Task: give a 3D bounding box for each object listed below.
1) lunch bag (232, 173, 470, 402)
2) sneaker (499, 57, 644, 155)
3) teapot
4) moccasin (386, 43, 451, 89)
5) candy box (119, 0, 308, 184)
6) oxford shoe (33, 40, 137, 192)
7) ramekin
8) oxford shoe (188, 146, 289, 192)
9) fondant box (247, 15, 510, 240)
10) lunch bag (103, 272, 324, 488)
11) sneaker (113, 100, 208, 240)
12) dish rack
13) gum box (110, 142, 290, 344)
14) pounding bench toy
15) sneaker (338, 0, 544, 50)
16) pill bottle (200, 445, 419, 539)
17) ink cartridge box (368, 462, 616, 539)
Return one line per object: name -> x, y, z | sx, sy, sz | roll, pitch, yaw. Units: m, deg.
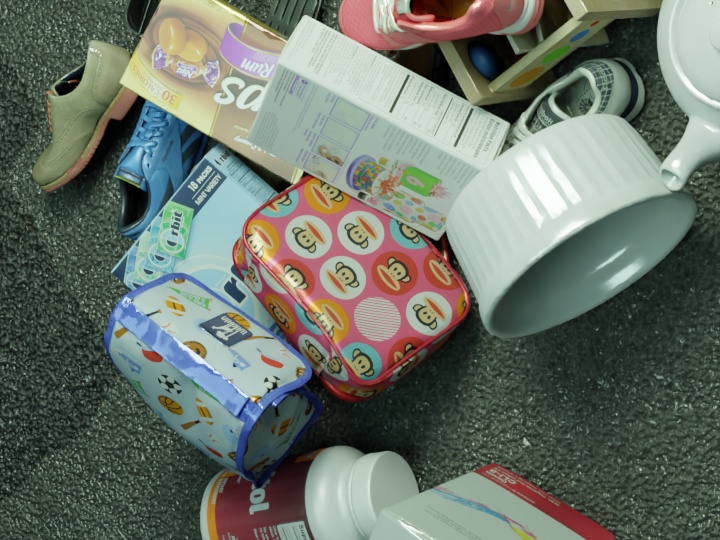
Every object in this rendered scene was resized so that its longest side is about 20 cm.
lunch bag -> 0.000, 0.000, 1.492 | 0.200, 0.176, 0.082 | 52, 155, 9
sneaker -> 0.154, -0.112, 1.421 | 0.076, 0.080, 0.200 | 51, 121, 16
teapot -> 0.310, -0.187, 1.268 | 0.197, 0.146, 0.201 | -21, 83, 33
moccasin -> 0.050, -0.205, 1.489 | 0.078, 0.074, 0.202 | 18, 115, 22
candy box -> -0.111, -0.177, 1.542 | 0.200, 0.056, 0.117 | 31, 98, 8
oxford shoe -> -0.296, -0.163, 1.695 | 0.200, 0.075, 0.071 | -48, 28, 30
ramekin -> 0.167, -0.040, 1.354 | 0.200, 0.200, 0.098 | -43, 65, 29
oxford shoe -> -0.117, -0.099, 1.604 | 0.070, 0.075, 0.200 | 50, 118, 22
fondant box -> 0.012, -0.120, 1.428 | 0.200, 0.058, 0.144 | 29, 153, -3
lunch bag -> -0.132, 0.094, 1.477 | 0.170, 0.200, 0.124 | 36, 84, 14
sneaker -> -0.204, -0.126, 1.660 | 0.066, 0.078, 0.201 | 21, 105, 32
dish rack -> -0.130, -0.268, 1.603 | 0.200, 0.054, 0.154 | 35, 114, 29
gum box -> -0.115, 0.005, 1.589 | 0.200, 0.045, 0.170 | 42, 118, -3
pounding bench toy -> 0.124, -0.260, 1.387 | 0.156, 0.124, 0.200 | -36, 76, 39
sneaker -> 0.047, -0.218, 1.322 | 0.200, 0.087, 0.074 | -1, 98, 41
pill bottle -> -0.047, 0.230, 1.574 | 0.199, 0.113, 0.113 | -15, 87, 33
ink cartridge box -> 0.100, 0.279, 1.428 | 0.144, 0.200, 0.146 | 30, 111, 27
